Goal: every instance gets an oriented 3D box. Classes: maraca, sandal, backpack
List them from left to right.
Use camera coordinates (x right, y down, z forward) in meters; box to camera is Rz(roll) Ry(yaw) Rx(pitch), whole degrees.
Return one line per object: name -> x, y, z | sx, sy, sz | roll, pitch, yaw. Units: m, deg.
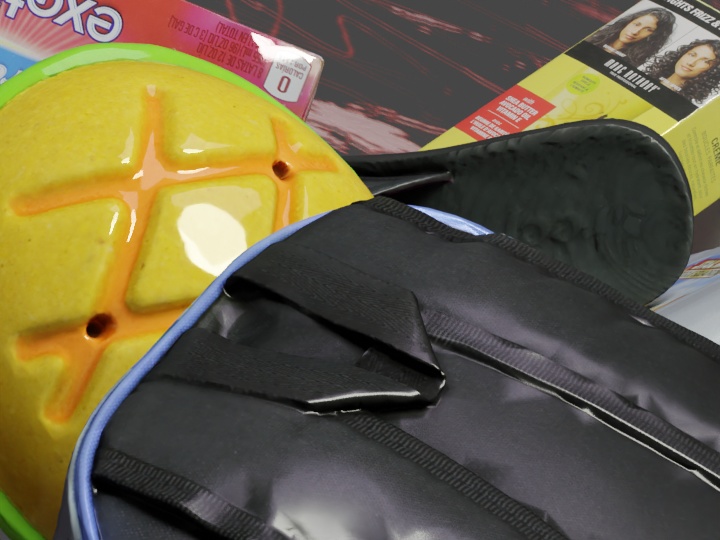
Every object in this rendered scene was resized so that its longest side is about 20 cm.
maraca -> -0.031, 0.034, 0.672 | 0.200, 0.137, 0.107 | 51, -26, -9
sandal -> 0.000, -0.001, 0.797 | 0.199, 0.076, 0.048 | -16, 9, 14
backpack -> 0.028, 0.099, 0.499 | 0.200, 0.147, 0.183 | 35, 36, 9

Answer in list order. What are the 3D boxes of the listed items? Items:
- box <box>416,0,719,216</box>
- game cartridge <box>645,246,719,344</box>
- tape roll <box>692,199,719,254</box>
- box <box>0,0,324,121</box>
box -> 0.065, -0.027, 0.984 | 0.200, 0.050, 0.075 | -34, 43, -17
game cartridge -> 0.079, 0.032, 0.823 | 0.042, 0.133, 0.200 | 60, -5, -2
tape roll -> 0.235, 0.010, 1.046 | 0.202, 0.204, 0.139 | 18, 15, -16
box -> -0.122, -0.057, 0.905 | 0.199, 0.096, 0.100 | 22, -11, -2
